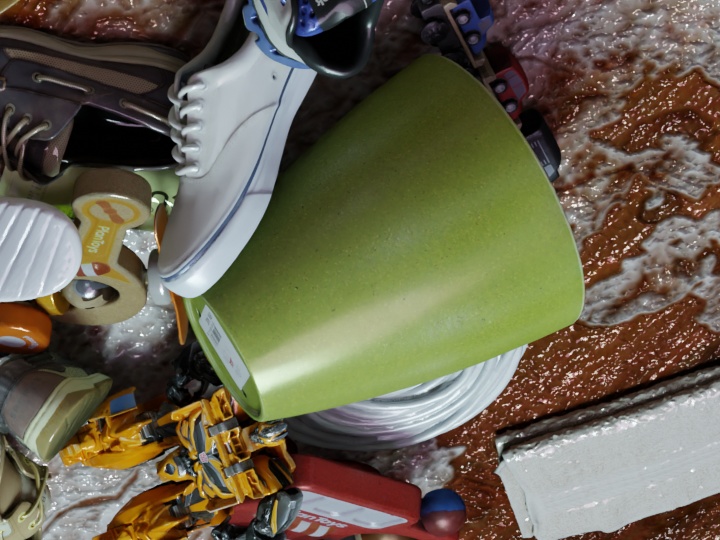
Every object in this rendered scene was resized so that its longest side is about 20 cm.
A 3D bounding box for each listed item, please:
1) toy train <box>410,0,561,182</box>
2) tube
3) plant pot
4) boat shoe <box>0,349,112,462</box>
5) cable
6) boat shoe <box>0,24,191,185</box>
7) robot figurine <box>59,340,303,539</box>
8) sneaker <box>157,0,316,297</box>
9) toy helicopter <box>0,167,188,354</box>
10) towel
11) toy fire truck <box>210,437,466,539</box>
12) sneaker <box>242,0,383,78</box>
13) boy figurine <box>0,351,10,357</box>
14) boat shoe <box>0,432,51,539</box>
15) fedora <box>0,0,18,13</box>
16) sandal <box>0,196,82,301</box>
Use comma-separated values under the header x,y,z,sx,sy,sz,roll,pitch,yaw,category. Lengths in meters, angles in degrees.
x,y,z,sx,sy,sz,roll,pitch,yaw,category
0.083,-0.115,1.464,0.046,0.034,0.200,-26,138,8,toy train
-0.127,-0.047,1.471,0.198,0.052,0.059,9,104,-17,tube
0.000,0.000,1.405,0.199,0.187,0.188,-30,142,-15,plant pot
-0.208,0.081,1.530,0.066,0.201,0.072,39,86,-2,boat shoe
0.017,0.041,1.593,0.198,0.070,0.201,-2,138,-13,cable
-0.187,-0.094,1.378,0.198,0.074,0.075,-2,138,-14,boat shoe
-0.119,0.130,1.573,0.058,0.146,0.199,-20,178,-42,robot figurine
-0.083,-0.085,1.361,0.071,0.201,0.073,28,165,-29,sneaker
-0.154,-0.009,1.418,0.131,0.080,0.200,11,155,-12,toy helicopter
0.205,0.143,1.787,0.198,0.035,0.133,-19,140,5,towel
-0.016,0.176,1.655,0.199,0.113,0.167,21,155,-35,toy fire truck
-0.034,-0.185,1.254,0.080,0.115,0.200,-29,120,-11,sneaker
-0.313,0.014,1.471,0.199,0.065,0.124,25,126,-35,boy figurine
-0.244,0.151,1.607,0.066,0.075,0.200,8,160,-5,boat shoe
-0.250,-0.180,1.257,0.199,0.082,0.201,-8,139,-7,fedora
-0.254,-0.017,1.384,0.205,0.059,0.080,4,106,14,sandal
